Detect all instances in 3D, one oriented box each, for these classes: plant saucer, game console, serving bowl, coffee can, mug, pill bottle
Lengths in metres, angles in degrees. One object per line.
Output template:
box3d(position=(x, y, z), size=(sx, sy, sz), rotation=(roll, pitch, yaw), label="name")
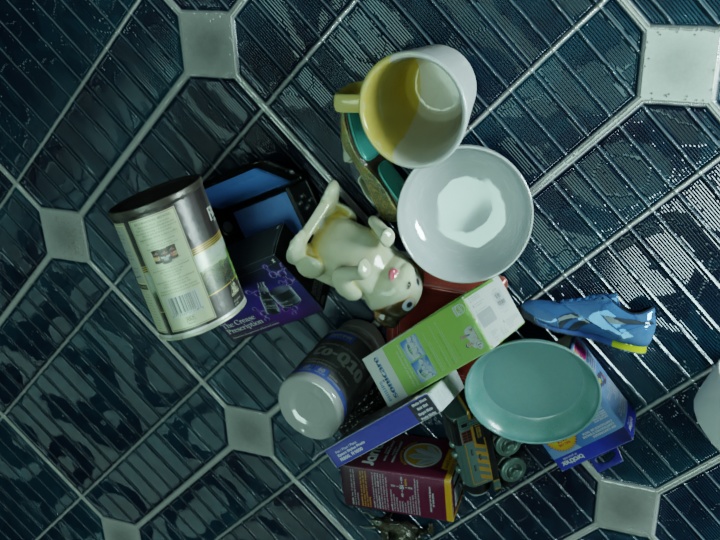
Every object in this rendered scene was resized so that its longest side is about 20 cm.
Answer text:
box3d(position=(0.250, 0.169, 1.289), size=(0.195, 0.036, 0.204), rotation=(7, 126, 9), label="plant saucer")
box3d(position=(-0.172, -0.083, 1.401), size=(0.196, 0.117, 0.179), rotation=(-17, 107, 28), label="game console")
box3d(position=(0.129, 0.093, 1.410), size=(0.195, 0.037, 0.204), rotation=(10, 118, 18), label="plant saucer")
box3d(position=(0.152, -0.088, 1.284), size=(0.195, 0.066, 0.205), rotation=(3, 112, 8), label="serving bowl")
box3d(position=(-0.269, -0.020, 1.314), size=(0.143, 0.147, 0.204), rotation=(-10, 109, 26), label="coffee can")
box3d(position=(0.076, -0.246, 1.197), size=(0.185, 0.153, 0.151), rotation=(34, 123, 4), label="mug")
box3d(position=(-0.038, 0.166, 1.413), size=(0.111, 0.200, 0.116), rotation=(12, 120, 21), label="pill bottle")

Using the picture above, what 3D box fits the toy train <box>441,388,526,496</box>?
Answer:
box3d(position=(0.196, 0.272, 1.415), size=(0.111, 0.086, 0.204), rotation=(-18, 119, -6), label="toy train")

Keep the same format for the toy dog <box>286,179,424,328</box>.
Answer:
box3d(position=(0.000, 0.000, 1.329), size=(0.198, 0.140, 0.195), rotation=(31, 150, 9), label="toy dog")

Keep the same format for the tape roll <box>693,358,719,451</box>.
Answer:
box3d(position=(0.554, 0.201, 1.188), size=(0.199, 0.203, 0.072), rotation=(27, 123, 7), label="tape roll")

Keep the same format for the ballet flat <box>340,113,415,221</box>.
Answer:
box3d(position=(0.012, -0.160, 1.321), size=(0.070, 0.071, 0.202), rotation=(-25, 103, 30), label="ballet flat")

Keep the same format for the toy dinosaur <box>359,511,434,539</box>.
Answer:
box3d(position=(0.085, 0.510, 1.620), size=(0.101, 0.077, 0.203), rotation=(-4, 118, 37), label="toy dinosaur")

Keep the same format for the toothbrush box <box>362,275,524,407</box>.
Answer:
box3d(position=(0.123, 0.103, 1.301), size=(0.199, 0.145, 0.087), rotation=(-36, 83, 32), label="toothbrush box")

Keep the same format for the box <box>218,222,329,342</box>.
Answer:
box3d(position=(-0.168, 0.023, 1.447), size=(0.197, 0.080, 0.142), rotation=(-20, 125, 30), label="box")

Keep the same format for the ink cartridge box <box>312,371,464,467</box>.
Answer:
box3d(position=(0.047, 0.227, 1.326), size=(0.198, 0.199, 0.041), rotation=(-33, 83, 23), label="ink cartridge box")

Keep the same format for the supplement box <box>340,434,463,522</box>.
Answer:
box3d(position=(0.076, 0.346, 1.510), size=(0.195, 0.111, 0.088), rotation=(3, 116, 21), label="supplement box")

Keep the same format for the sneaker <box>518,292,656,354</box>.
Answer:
box3d(position=(0.333, 0.060, 1.299), size=(0.196, 0.066, 0.080), rotation=(14, 103, 17), label="sneaker")

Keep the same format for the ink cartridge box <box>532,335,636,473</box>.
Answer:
box3d(position=(0.331, 0.215, 1.363), size=(0.135, 0.077, 0.201), rotation=(-34, 100, 32), label="ink cartridge box")

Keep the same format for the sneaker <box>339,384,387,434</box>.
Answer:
box3d(position=(0.046, 0.221, 1.487), size=(0.197, 0.082, 0.073), rotation=(-24, 77, 27), label="sneaker")
